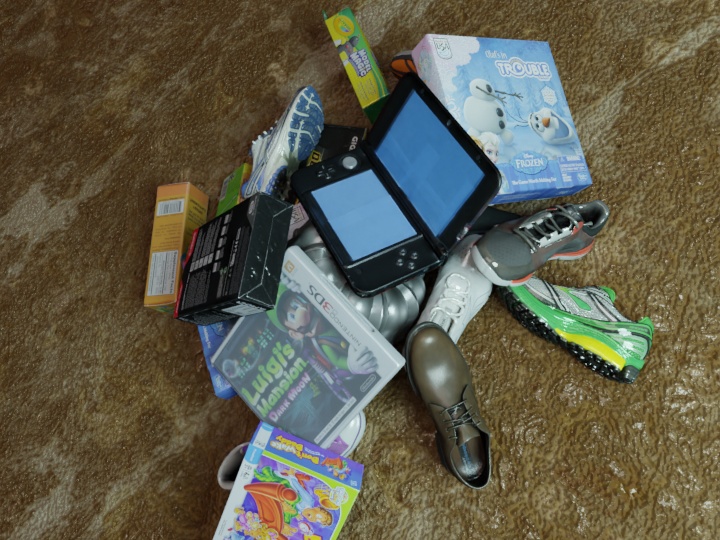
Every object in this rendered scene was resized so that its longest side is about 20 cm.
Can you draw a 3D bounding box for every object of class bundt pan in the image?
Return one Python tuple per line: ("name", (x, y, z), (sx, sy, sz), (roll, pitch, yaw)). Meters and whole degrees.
("bundt pan", (0.000, 0.000, 0.740), (0.076, 0.199, 0.204), (-48, 54, 47))

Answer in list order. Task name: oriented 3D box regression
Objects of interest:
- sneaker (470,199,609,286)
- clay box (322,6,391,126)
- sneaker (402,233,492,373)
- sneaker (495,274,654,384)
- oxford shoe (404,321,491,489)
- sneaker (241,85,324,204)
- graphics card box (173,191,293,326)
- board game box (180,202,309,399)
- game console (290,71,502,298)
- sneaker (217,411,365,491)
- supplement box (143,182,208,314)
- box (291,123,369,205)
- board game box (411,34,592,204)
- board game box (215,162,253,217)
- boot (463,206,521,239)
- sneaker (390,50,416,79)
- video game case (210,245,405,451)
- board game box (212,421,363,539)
("sneaker", (0.212, -0.047, 0.682), (0.198, 0.082, 0.078), (-20, 65, -31))
("clay box", (0.007, -0.298, 0.881), (0.047, 0.115, 0.202), (-24, 67, 11))
("sneaker", (0.112, 0.050, 0.724), (0.074, 0.087, 0.203), (24, 97, 9))
("sneaker", (0.250, 0.047, 0.705), (0.199, 0.078, 0.086), (33, 80, 18))
("oxford shoe", (0.108, 0.153, 0.664), (0.072, 0.084, 0.203), (-24, 100, -7))
("sneaker", (-0.123, -0.184, 0.866), (0.084, 0.077, 0.203), (17, 80, 28))
("graphics card box", (-0.158, -0.007, 0.710), (0.199, 0.050, 0.128), (-18, 59, 52))
("board game box", (-0.128, 0.038, 0.795), (0.197, 0.043, 0.202), (-25, 68, 5))
("game console", (0.028, -0.101, 0.664), (0.170, 0.119, 0.201), (-23, 59, -17))
("sneaker", (-0.090, 0.231, 0.752), (0.199, 0.114, 0.073), (-34, 63, 7))
("supplement box", (-0.294, -0.035, 0.943), (0.068, 0.067, 0.203), (-3, 73, 17))
("box", (-0.078, -0.124, 0.897), (0.158, 0.049, 0.203), (11, 78, 26))
("board game box", (0.177, -0.186, 0.725), (0.197, 0.043, 0.202), (-9, 79, -28))
("board game box", (-0.206, -0.058, 0.911), (0.095, 0.030, 0.203), (-14, 61, 56))
("boot", (0.130, -0.137, 0.772), (0.162, 0.066, 0.204), (-4, 92, 20))
("sneaker", (0.099, -0.236, 0.846), (0.199, 0.077, 0.113), (37, 94, 32))
("video game case", (-0.070, 0.106, 0.684), (0.182, 0.023, 0.201), (45, 117, 12))
("board game box", (-0.094, 0.293, 0.695), (0.133, 0.045, 0.202), (22, 111, -1))
